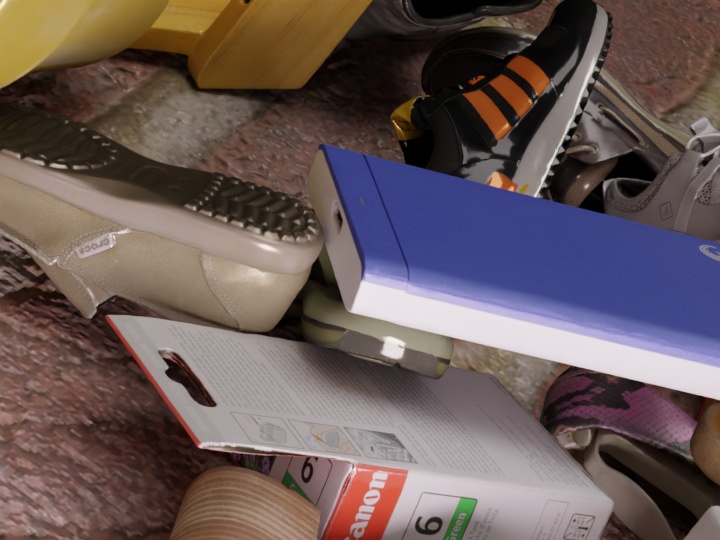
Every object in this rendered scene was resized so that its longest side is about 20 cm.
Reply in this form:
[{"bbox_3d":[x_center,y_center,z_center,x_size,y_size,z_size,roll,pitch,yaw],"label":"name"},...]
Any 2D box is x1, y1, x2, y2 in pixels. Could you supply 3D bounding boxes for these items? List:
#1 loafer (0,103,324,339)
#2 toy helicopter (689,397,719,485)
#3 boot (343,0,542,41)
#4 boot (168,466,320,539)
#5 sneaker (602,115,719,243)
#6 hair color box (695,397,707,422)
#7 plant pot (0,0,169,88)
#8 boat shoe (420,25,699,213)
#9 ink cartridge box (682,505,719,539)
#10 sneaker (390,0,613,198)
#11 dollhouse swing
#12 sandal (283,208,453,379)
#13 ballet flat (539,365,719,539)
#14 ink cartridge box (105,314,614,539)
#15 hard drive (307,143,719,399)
[{"bbox_3d":[-0.115,-0.018,0.987,0.199,0.069,0.076,19,19,16],"label":"loafer"},{"bbox_3d":[0.202,0.050,1.059,0.132,0.079,0.200,39,34,20],"label":"toy helicopter"},{"bbox_3d":[0.056,-0.157,1.302,0.130,0.068,0.199,7,17,42],"label":"boot"},{"bbox_3d":[0.009,0.167,0.826,0.199,0.077,0.156,33,35,-20],"label":"boot"},{"bbox_3d":[0.192,-0.045,1.177,0.075,0.200,0.082,-14,80,-47],"label":"sneaker"},{"bbox_3d":[0.236,0.065,1.202,0.101,0.061,0.200,34,30,2],"label":"hair color box"},{"bbox_3d":[-0.175,-0.168,1.044,0.201,0.201,0.189,43,14,19],"label":"plant pot"},{"bbox_3d":[0.124,-0.068,1.284,0.199,0.075,0.073,27,29,-6],"label":"boat shoe"},{"bbox_3d":[0.216,0.199,0.956,0.145,0.085,0.200,10,37,-33],"label":"ink cartridge box"},{"bbox_3d":[0.065,-0.081,1.202,0.090,0.070,0.201,24,56,2],"label":"sneaker"},{"bbox_3d":[-0.102,-0.217,1.219,0.175,0.182,0.200,19,30,-43],"label":"dollhouse swing"},{"bbox_3d":[0.001,0.000,1.026,0.079,0.058,0.201,10,8,-18],"label":"sandal"},{"bbox_3d":[0.169,0.114,1.073,0.199,0.069,0.071,30,47,4],"label":"ballet flat"},{"bbox_3d":[-0.006,0.076,0.949,0.199,0.051,0.109,10,21,-32],"label":"ink cartridge box"},{"bbox_3d":[0.082,0.002,0.991,0.199,0.025,0.132,13,23,-16],"label":"hard drive"}]
